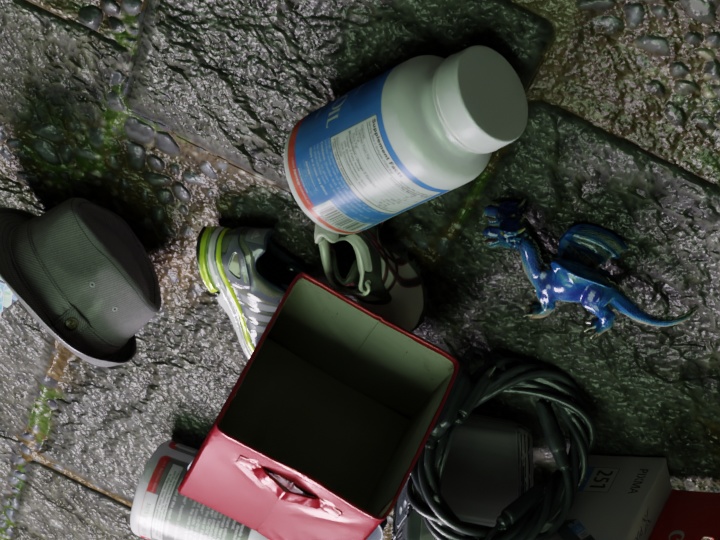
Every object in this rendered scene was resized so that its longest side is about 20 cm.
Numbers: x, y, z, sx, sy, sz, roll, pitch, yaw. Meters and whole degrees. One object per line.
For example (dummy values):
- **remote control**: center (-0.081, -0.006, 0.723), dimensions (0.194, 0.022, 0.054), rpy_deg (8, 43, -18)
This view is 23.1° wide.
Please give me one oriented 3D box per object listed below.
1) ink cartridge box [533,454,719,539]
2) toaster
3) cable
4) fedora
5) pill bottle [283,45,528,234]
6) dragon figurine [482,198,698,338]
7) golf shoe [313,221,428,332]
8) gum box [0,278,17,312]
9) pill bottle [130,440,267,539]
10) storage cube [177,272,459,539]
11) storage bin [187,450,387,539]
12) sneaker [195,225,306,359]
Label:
- **ink cartridge box**: center (0.259, 0.251, 1.658), dimensions (0.176, 0.200, 0.045), rpy_deg (0, 121, 29)
- **toaster**: center (0.097, 0.217, 1.735), dimensions (0.129, 0.200, 0.114), rpy_deg (8, 151, -10)
- **cable**: center (0.133, 0.182, 1.668), dimensions (0.163, 0.200, 0.051), rpy_deg (26, 163, -9)
- **fedora**: center (-0.266, -0.003, 1.723), dimensions (0.090, 0.177, 0.200), rpy_deg (-35, 107, 15)
- **pill bottle**: center (0.039, -0.110, 1.448), dimensions (0.200, 0.112, 0.112), rpy_deg (-24, 120, 43)
- **dragon figurine**: center (0.195, 0.002, 1.528), dimensions (0.200, 0.059, 0.100), rpy_deg (17, 141, 13)
- **golf shoe**: center (0.000, 0.000, 1.612), dimensions (0.077, 0.088, 0.200), rpy_deg (-1, 135, 27)
- **gum box**: center (-0.450, -0.028, 1.859), dimensions (0.200, 0.045, 0.170), rpy_deg (40, 139, -16)
- **pill bottle**: center (-0.146, 0.274, 1.976), dimensions (0.200, 0.114, 0.114), rpy_deg (18, 141, 10)
- **storage cube**: center (-0.039, 0.143, 1.598), dimensions (0.171, 0.200, 0.180), rpy_deg (29, 149, -2)
- **storage bin**: center (-0.058, 0.193, 1.821), dimensions (0.200, 0.134, 0.146), rpy_deg (33, 141, -8)
- **sneaker**: center (-0.083, 0.035, 1.710), dimensions (0.081, 0.074, 0.200), rpy_deg (-8, 132, 31)
